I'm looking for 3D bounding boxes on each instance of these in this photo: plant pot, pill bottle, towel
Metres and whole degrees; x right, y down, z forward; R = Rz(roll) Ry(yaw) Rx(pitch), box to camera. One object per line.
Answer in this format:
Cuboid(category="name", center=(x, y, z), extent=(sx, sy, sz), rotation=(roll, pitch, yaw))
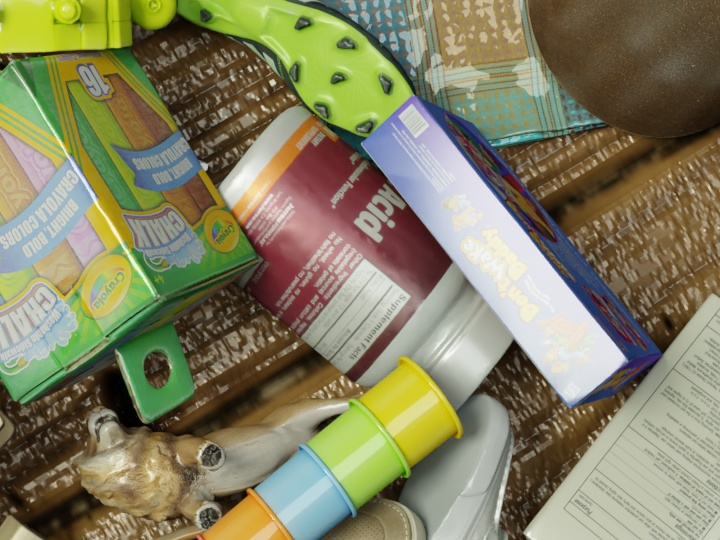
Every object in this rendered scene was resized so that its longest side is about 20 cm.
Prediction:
Cuboid(category="plant pot", center=(0.229, -0.199, 0.969), extent=(0.185, 0.200, 0.189), rotation=(2, 81, -15))
Cuboid(category="pill bottle", center=(0.000, 0.000, 0.964), extent=(0.200, 0.114, 0.114), rotation=(40, 79, -2))
Cuboid(category="towel", center=(0.063, -0.151, 1.040), extent=(0.198, 0.022, 0.148), rotation=(-10, 85, -9))

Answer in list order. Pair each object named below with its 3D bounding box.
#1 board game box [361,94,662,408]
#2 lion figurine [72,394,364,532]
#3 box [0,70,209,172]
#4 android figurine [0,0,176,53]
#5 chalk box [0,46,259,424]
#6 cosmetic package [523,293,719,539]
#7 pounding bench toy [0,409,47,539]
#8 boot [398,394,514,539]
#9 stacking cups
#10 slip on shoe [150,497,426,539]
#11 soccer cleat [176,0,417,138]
Cuboid(category="board game box", center=(0.096, -0.011, 0.933), extent=(0.045, 0.134, 0.200), rotation=(-41, 76, 14))
Cuboid(category="lion figurine", center=(-0.074, 0.115, 0.956), extent=(0.199, 0.122, 0.073), rotation=(-4, 92, -25))
Cuboid(category="box", center=(-0.215, -0.045, 0.978), extent=(0.199, 0.038, 0.137), rotation=(24, 80, -4))
Cuboid(category="android figurine", center=(-0.202, -0.155, 0.912), extent=(0.181, 0.200, 0.041), rotation=(-3, 101, -11))
Cuboid(category="chalk box", center=(-0.153, -0.011, 0.879), extent=(0.123, 0.124, 0.201), rotation=(-34, 88, 25))
Cuboid(category="cosmetic package", center=(0.205, 0.128, 0.979), extent=(0.105, 0.071, 0.200), rotation=(39, 84, 18))
Cuboid(category="pounding bench toy", center=(-0.264, 0.119, 0.890), extent=(0.200, 0.156, 0.124), rotation=(43, 78, -1))
Cuboid(category="boot", center=(0.068, 0.184, 0.941), extent=(0.095, 0.073, 0.201), rotation=(27, 83, -24))
Cuboid(category="stacking cups", center=(-0.035, 0.132, 0.880), extent=(0.199, 0.061, 0.061), rotation=(-37, 89, -10))
Cuboid(category="slip on shoe", center=(-0.060, 0.177, 0.917), extent=(0.199, 0.061, 0.077), rotation=(-12, 58, 21))
Cuboid(category="soccer cleat", center=(-0.039, -0.155, 0.982), extent=(0.199, 0.081, 0.068), rotation=(35, 118, 11))
